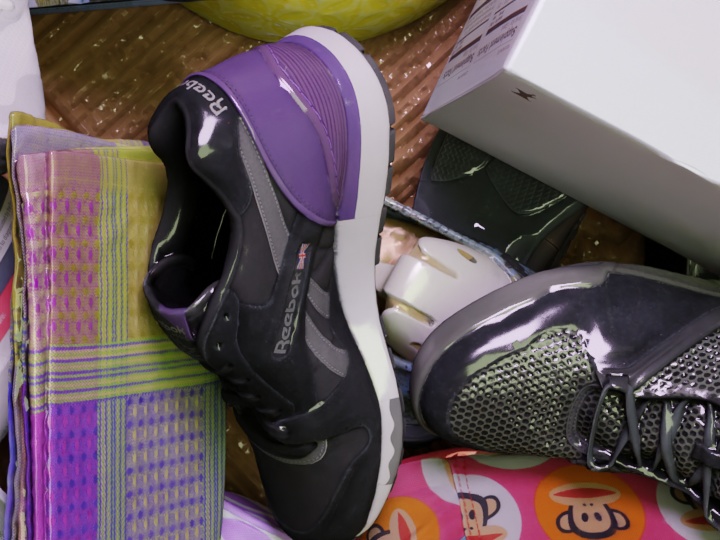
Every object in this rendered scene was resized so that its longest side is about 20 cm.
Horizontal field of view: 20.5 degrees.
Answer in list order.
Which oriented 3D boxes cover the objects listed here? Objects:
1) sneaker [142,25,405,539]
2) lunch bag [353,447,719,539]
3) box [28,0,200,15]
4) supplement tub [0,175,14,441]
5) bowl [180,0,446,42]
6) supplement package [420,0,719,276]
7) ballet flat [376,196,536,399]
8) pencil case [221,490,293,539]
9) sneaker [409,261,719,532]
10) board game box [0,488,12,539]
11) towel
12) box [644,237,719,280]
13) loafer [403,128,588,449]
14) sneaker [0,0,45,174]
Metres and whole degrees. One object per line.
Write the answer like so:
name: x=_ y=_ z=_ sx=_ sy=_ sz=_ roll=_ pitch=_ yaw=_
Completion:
sneaker: x=-0.041 y=0.017 z=0.708 sx=0.087 sy=0.076 sz=0.201 roll=-24 pitch=122 yaw=-37
lunch bag: x=0.088 y=0.149 z=0.818 sx=0.199 sy=0.082 sz=0.177 roll=-2 pitch=138 yaw=-8
box: x=-0.099 y=-0.198 z=0.738 sx=0.038 sy=0.136 sz=0.201 roll=-8 pitch=97 yaw=-54
supplement tub: x=-0.210 y=-0.010 z=0.707 sx=0.200 sy=0.140 sz=0.141 roll=39 pitch=81 yaw=-17
bowl: x=-0.005 y=-0.191 z=0.782 sx=0.199 sy=0.108 sz=0.201 roll=-1 pitch=93 yaw=-19
supplement package: x=0.143 y=-0.119 z=0.752 sx=0.151 sy=0.151 sz=0.201 roll=27 pitch=84 yaw=-8
ballet flat: x=0.000 y=0.000 z=0.778 sx=0.199 sy=0.074 sz=0.074 roll=24 pitch=85 yaw=7
pencil case: x=-0.089 y=0.176 z=0.794 sx=0.085 sy=0.084 sz=0.200 roll=31 pitch=82 yaw=4
sneaker: x=0.121 y=0.056 z=0.730 sx=0.199 sy=0.114 sz=0.076 roll=4 pitch=122 yaw=-15
board game box: x=-0.197 y=0.126 z=0.691 sx=0.199 sy=0.026 sz=0.200 roll=-23 pitch=141 yaw=6
towel: x=-0.084 y=0.048 z=0.693 sx=0.023 sy=0.144 sz=0.201 roll=0 pitch=91 yaw=21
box: x=0.226 y=0.033 z=0.906 sx=0.199 sy=0.044 sz=0.161 roll=0 pitch=94 yaw=-18
loafer: x=0.055 y=-0.016 z=0.847 sx=0.072 sy=0.063 sz=0.200 roll=26 pitch=79 yaw=12
sneaker: x=-0.149 y=-0.124 z=0.693 sx=0.075 sy=0.087 sz=0.200 roll=4 pitch=50 yaw=-43
